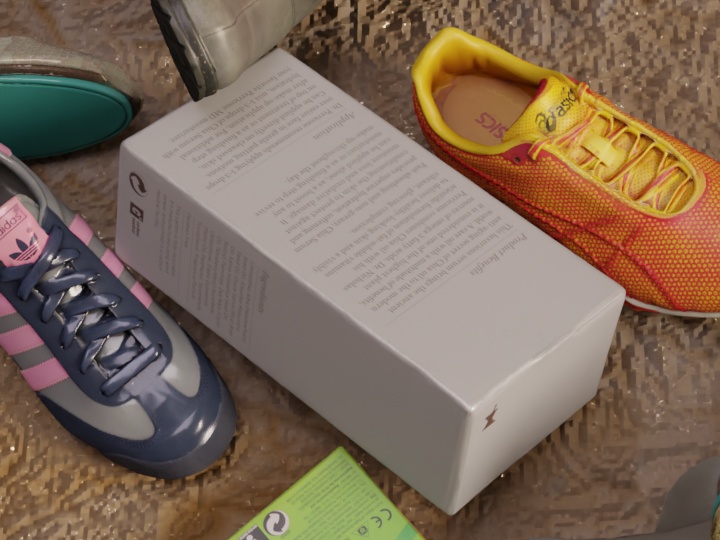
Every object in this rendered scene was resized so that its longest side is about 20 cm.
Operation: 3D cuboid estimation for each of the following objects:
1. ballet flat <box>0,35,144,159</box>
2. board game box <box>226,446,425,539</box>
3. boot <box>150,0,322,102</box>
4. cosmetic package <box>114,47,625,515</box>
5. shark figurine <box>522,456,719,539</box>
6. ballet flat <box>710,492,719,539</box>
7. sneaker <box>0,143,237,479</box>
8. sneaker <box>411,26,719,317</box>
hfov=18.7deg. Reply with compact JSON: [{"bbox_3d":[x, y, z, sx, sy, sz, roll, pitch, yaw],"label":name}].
[{"bbox_3d":[-0.201,-0.084,1.032,0.200,0.067,0.062,-10,53,6],"label":"ballet flat"},{"bbox_3d":[0.019,0.173,0.884,0.096,0.030,0.200,-39,62,-8],"label":"board game box"},{"bbox_3d":[-0.024,-0.138,0.964,0.131,0.200,0.068,-20,105,6],"label":"boot"},{"bbox_3d":[0.000,0.000,0.928,0.200,0.071,0.101,37,52,25],"label":"cosmetic package"},{"bbox_3d":[0.162,0.089,0.863,0.214,0.090,0.128,-39,65,-6],"label":"shark figurine"},{"bbox_3d":[0.227,0.092,0.815,0.200,0.071,0.071,-4,59,-26],"label":"ballet flat"},{"bbox_3d":[-0.135,0.012,0.961,0.070,0.082,0.200,-44,65,-11],"label":"sneaker"},{"bbox_3d":[0.101,-0.039,0.934,0.200,0.077,0.073,26,74,26],"label":"sneaker"}]
